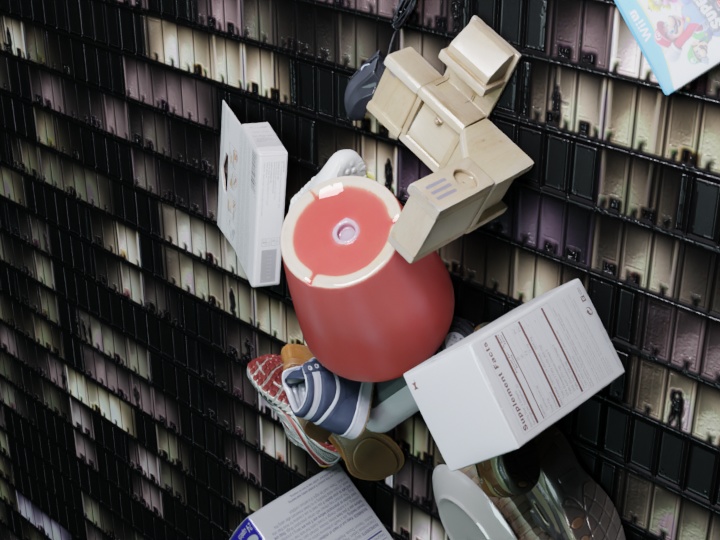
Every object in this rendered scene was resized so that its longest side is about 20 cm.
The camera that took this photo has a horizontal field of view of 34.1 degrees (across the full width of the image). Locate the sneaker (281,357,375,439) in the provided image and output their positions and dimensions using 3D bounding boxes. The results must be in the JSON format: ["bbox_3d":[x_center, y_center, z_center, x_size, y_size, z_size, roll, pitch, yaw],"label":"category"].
[{"bbox_3d":[-0.035,0.101,1.472,0.070,0.107,0.203,-29,48,55],"label":"sneaker"}]

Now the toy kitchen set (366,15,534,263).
[{"bbox_3d":[0.072,-0.158,1.241,0.200,0.179,0.164,45,134,18],"label":"toy kitchen set"}]

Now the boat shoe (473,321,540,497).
[{"bbox_3d":[0.149,0.161,1.342,0.074,0.075,0.203,-36,50,48],"label":"boat shoe"}]

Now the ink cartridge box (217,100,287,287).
[{"bbox_3d":[-0.150,-0.109,1.613,0.177,0.044,0.203,-125,34,-51],"label":"ink cartridge box"}]

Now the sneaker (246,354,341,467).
[{"bbox_3d":[-0.096,0.202,1.675,0.200,0.077,0.083,46,137,23],"label":"sneaker"}]

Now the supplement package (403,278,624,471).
[{"bbox_3d":[0.166,0.109,1.252,0.116,0.198,0.119,-30,86,50],"label":"supplement package"}]

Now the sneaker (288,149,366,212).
[{"bbox_3d":[-0.054,-0.083,1.503,0.081,0.076,0.202,53,137,29],"label":"sneaker"}]

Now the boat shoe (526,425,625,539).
[{"bbox_3d":[0.238,0.271,1.360,0.202,0.074,0.073,63,150,17],"label":"boat shoe"}]

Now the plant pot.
[{"bbox_3d":[0.000,0.000,1.338,0.200,0.201,0.178,36,165,30],"label":"plant pot"}]

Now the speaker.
[{"bbox_3d":[0.066,0.132,1.465,0.082,0.081,0.200,59,140,8],"label":"speaker"}]

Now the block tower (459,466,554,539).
[{"bbox_3d":[0.197,0.293,1.419,0.201,0.054,0.058,53,137,14],"label":"block tower"}]

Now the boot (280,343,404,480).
[{"bbox_3d":[-0.029,0.190,1.587,0.077,0.199,0.156,-48,36,17],"label":"boot"}]

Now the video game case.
[{"bbox_3d":[0.316,-0.267,1.049,0.199,0.018,0.145,-33,83,50],"label":"video game case"}]

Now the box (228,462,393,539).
[{"bbox_3d":[-0.055,0.407,1.646,0.201,0.183,0.105,52,136,16],"label":"box"}]

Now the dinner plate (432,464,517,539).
[{"bbox_3d":[0.145,0.334,1.466,0.201,0.024,0.201,50,159,27],"label":"dinner plate"}]

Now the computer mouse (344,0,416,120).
[{"bbox_3d":[0.021,-0.251,1.346,0.034,0.059,0.201,24,132,-4],"label":"computer mouse"}]
